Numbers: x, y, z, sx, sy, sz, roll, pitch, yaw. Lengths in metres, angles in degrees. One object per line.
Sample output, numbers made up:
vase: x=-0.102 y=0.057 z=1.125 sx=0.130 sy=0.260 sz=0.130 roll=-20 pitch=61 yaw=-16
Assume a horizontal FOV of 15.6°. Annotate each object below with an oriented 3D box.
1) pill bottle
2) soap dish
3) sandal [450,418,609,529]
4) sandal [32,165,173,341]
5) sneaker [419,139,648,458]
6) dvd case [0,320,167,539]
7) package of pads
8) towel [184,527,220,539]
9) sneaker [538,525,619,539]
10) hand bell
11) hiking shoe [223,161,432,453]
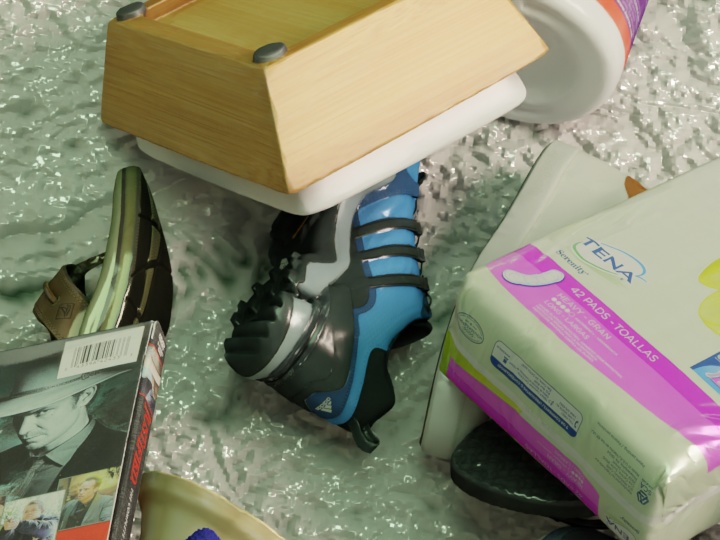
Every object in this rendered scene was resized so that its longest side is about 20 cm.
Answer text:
pill bottle: x=0.111 y=-0.187 z=1.420 sx=0.111 sy=0.112 sz=0.200 roll=18 pitch=56 yaw=5
soap dish: x=-0.026 y=-0.107 z=1.312 sx=0.157 sy=0.081 sz=0.200 roll=-29 pitch=26 yaw=-23
sandal: x=0.135 y=0.095 z=1.268 sx=0.200 sy=0.048 sz=0.075 roll=-9 pitch=34 yaw=-27
sandal: x=-0.133 y=0.032 z=1.267 sx=0.057 sy=0.080 sz=0.201 roll=4 pitch=55 yaw=13
sneaker: x=0.096 y=0.019 z=1.302 sx=0.085 sy=0.073 sz=0.200 roll=23 pitch=55 yaw=11
dvd case: x=-0.165 y=0.104 z=1.144 sx=0.146 sy=0.022 sz=0.200 roll=-12 pitch=38 yaw=13
package of pads: x=0.154 y=0.033 z=1.228 sx=0.200 sy=0.068 sz=0.154 roll=-23 pitch=50 yaw=-32
towel: x=-0.109 y=0.217 z=1.110 sx=0.200 sy=0.050 sz=0.148 roll=-32 pitch=102 yaw=-11
sneaker: x=0.177 y=0.147 z=1.177 sx=0.202 sy=0.146 sz=0.077 roll=34 pitch=45 yaw=14
hand bell: x=-0.109 y=0.198 z=1.161 sx=0.104 sy=0.104 sz=0.200 roll=30 pitch=69 yaw=13
hiking shoe: x=0.000 y=0.000 z=1.318 sx=0.087 sy=0.074 sz=0.200 roll=40 pitch=48 yaw=-15
